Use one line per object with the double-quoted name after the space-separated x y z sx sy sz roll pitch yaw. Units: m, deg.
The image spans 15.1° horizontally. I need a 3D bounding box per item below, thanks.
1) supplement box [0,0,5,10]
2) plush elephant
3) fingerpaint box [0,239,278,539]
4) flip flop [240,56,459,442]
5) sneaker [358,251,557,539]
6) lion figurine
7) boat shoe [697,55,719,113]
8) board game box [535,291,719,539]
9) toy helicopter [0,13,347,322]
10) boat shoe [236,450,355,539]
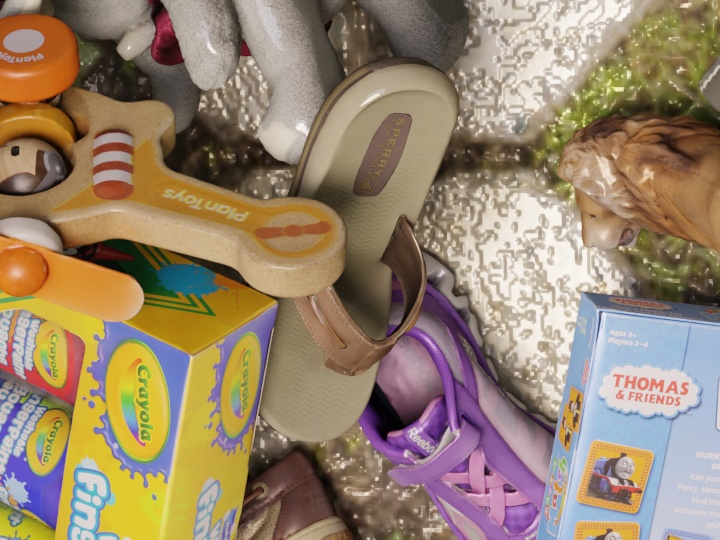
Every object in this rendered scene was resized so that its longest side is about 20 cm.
-0.237 -0.045 1.326 0.131 0.103 0.201 9 103 14 "supplement box"
-0.079 -0.130 1.245 0.155 0.165 0.200 -24 105 35 "plush elephant"
-0.137 0.080 1.221 0.167 0.073 0.200 25 121 23 "fingerpaint box"
0.000 0.000 1.181 0.058 0.081 0.200 54 135 40 "flip flop"
0.049 0.084 1.288 0.080 0.088 0.200 -38 91 16 "sneaker"
0.170 -0.027 1.199 0.122 0.200 0.073 26 85 -17 "lion figurine"
0.212 -0.154 1.210 0.060 0.072 0.202 38 101 4 "boat shoe"
0.160 0.117 1.265 0.151 0.037 0.201 7 104 -12 "board game box"
-0.102 -0.026 1.132 0.200 0.132 0.079 16 131 19 "toy helicopter"
-0.102 0.151 1.353 0.200 0.072 0.072 -28 82 16 "boat shoe"
